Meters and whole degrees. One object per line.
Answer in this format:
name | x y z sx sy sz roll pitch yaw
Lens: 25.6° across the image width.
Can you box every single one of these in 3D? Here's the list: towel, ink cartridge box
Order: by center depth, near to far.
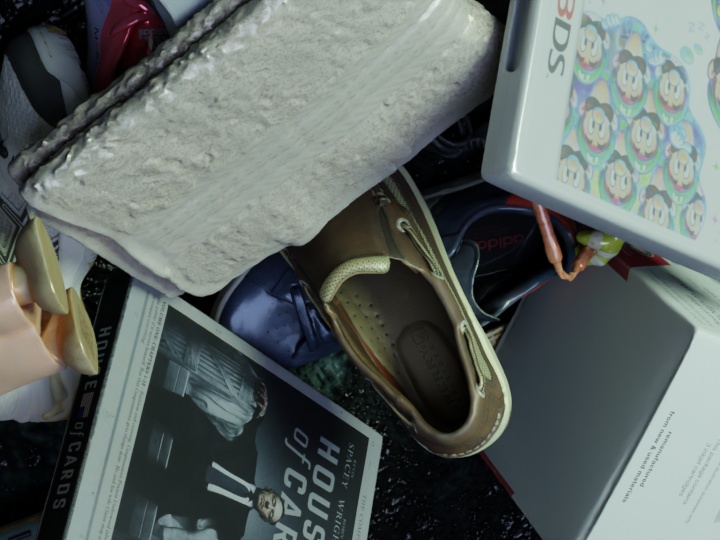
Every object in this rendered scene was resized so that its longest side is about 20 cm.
towel | -0.039 -0.065 0.678 0.200 0.034 0.133 -37 145 15
ink cartridge box | 0.190 0.084 0.865 0.200 0.145 0.145 17 107 -28

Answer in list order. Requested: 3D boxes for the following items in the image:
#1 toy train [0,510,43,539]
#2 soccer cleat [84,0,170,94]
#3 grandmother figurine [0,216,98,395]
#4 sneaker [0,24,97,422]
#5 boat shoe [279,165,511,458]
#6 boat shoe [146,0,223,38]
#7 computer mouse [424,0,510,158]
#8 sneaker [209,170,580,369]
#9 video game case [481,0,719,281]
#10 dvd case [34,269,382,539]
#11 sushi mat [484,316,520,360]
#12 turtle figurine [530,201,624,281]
toy train | -0.151 0.169 0.807 0.200 0.114 0.085 -21 142 -13
soccer cleat | -0.098 -0.132 0.711 0.067 0.076 0.200 -8 116 -18
grandmother figurine | -0.213 0.050 0.662 0.200 0.061 0.121 -19 120 -1
sneaker | -0.169 -0.015 0.738 0.088 0.076 0.200 -1 113 -21
boat shoe | 0.005 -0.004 0.751 0.075 0.075 0.202 -38 80 9
boat shoe | -0.071 -0.134 0.656 0.070 0.066 0.200 -33 147 11
computer mouse | 0.095 -0.138 0.800 0.200 0.046 0.140 -30 119 -6
sneaker | 0.021 0.007 0.816 0.200 0.085 0.075 -25 120 -9
video game case | 0.146 -0.099 0.733 0.200 0.024 0.182 20 75 -37
dvd case | -0.065 0.110 0.773 0.025 0.150 0.200 -13 144 36
sushi mat | 0.161 0.036 0.924 0.200 0.012 0.096 -24 120 -9
turtle figurine | 0.157 -0.091 0.799 0.161 0.064 0.200 -1 100 -54
